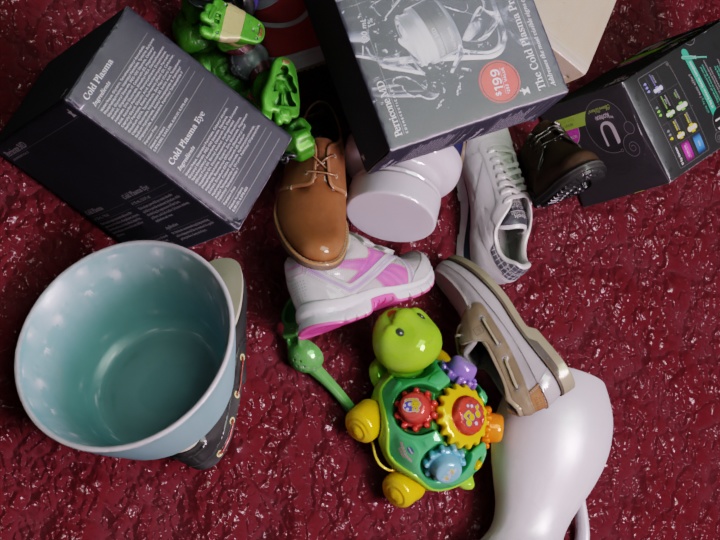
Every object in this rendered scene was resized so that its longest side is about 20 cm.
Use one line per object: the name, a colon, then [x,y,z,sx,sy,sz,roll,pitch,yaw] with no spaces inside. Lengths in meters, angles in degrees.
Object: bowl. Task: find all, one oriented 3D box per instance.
bowl: [-0.189,0.085,1.420,0.105,0.200,0.201,62,46,-57]

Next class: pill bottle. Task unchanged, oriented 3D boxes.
pill bottle: [0.047,-0.135,1.611,0.119,0.120,0.200,27,58,-25]

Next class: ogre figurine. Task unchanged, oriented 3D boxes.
ogre figurine: [-0.118,-0.189,1.538,0.200,0.120,0.098,43,66,-16]

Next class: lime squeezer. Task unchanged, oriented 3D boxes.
lime squeezer: [-0.045,0.055,1.584,0.070,0.038,0.201,-13,87,-33]

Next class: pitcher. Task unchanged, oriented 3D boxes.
pitcher: [0.200,0.209,1.670,0.171,0.121,0.201,30,72,-50]

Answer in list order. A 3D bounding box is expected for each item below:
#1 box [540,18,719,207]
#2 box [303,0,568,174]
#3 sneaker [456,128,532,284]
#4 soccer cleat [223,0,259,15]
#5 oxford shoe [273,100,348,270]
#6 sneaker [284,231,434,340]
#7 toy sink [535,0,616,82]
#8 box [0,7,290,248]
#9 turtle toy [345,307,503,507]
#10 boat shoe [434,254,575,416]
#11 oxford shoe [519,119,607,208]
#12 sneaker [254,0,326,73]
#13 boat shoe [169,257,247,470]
box: [0.329,-0.176,1.791,0.200,0.148,0.125,-32,99,-31]
box: [0.064,-0.216,1.502,0.182,0.104,0.201,-20,86,-13]
sneaker: [0.146,-0.084,1.703,0.076,0.080,0.201,1,79,-30]
soccer cleat: [-0.146,-0.335,1.567,0.073,0.068,0.200,-31,83,-32]
oxford shoe: [-0.044,-0.084,1.541,0.071,0.071,0.200,5,46,-11]
sneaker: [0.000,0.000,1.576,0.200,0.081,0.088,-19,87,-55]
toy sink: [0.202,-0.298,1.750,0.112,0.130,0.200,34,64,-22]
box: [-0.194,-0.113,1.420,0.182,0.200,0.104,37,66,-21]
turtle toy: [0.066,0.129,1.591,0.146,0.101,0.200,-36,101,-39]
boat shoe: [0.127,0.063,1.627,0.068,0.200,0.075,-35,144,-10]
oxford shoe: [0.199,-0.113,1.680,0.072,0.200,0.085,-22,94,-7]
sneaker: [-0.013,-0.274,1.582,0.199,0.071,0.113,-20,114,7]
boat shoe: [-0.142,0.085,1.507,0.063,0.073,0.202,49,44,-52]
